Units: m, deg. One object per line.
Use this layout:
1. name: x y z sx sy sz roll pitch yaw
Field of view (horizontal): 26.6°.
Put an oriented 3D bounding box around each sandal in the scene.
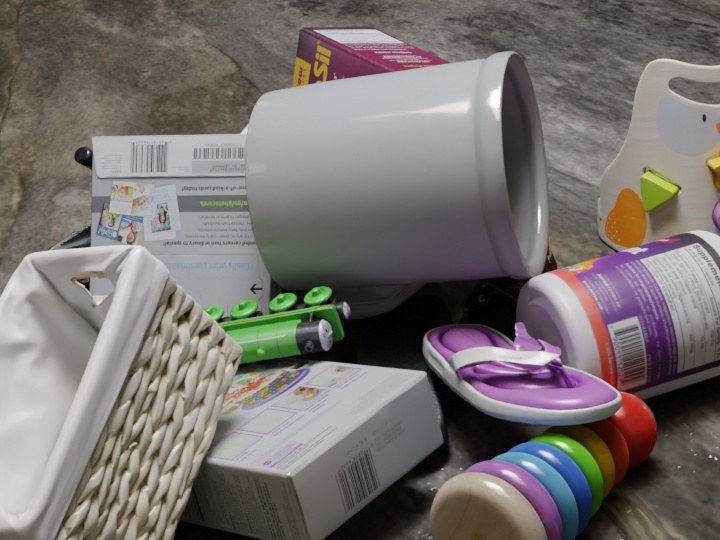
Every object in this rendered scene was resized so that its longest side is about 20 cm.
1. sandal: 0.101 0.062 1.064 0.082 0.050 0.202 -16 19 -27
2. sandal: 0.034 0.087 1.169 0.075 0.043 0.201 -10 32 12

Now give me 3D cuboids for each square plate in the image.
1. square plate: 0.000 0.000 1.307 0.197 0.029 0.200 -9 20 38

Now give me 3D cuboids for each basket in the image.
1. basket: -0.178 0.100 0.986 0.135 0.123 0.201 -4 57 41

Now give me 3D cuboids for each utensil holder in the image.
1. utensil holder: 0.031 -0.069 1.164 0.198 0.171 0.170 -6 26 17

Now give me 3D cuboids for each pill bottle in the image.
1. pill bottle: 0.227 0.034 1.138 0.199 0.112 0.111 -15 27 -17

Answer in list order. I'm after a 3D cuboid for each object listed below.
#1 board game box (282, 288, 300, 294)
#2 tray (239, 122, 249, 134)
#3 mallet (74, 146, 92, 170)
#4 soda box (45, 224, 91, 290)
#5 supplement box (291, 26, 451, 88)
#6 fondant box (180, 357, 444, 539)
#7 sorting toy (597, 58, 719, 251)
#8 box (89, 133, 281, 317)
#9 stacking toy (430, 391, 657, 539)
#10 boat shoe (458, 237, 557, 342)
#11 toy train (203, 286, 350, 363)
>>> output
1. board game box: -0.084 0.007 1.298 0.199 0.024 0.105 -22 18 2
2. tray: -0.074 -0.079 1.380 0.108 0.022 0.200 -52 35 -9
3. mallet: -0.191 -0.062 1.383 0.066 0.200 0.041 11 73 47
4. soda box: -0.175 -0.016 1.323 0.199 0.071 0.063 -12 21 33
5. supplement box: 0.023 -0.141 1.361 0.085 0.111 0.200 -5 24 -34
6. fondant box: -0.063 0.119 1.060 0.199 0.059 0.144 4 26 44
7. sorting toy: 0.308 -0.103 1.314 0.198 0.181 0.107 -8 26 0
8. box: -0.140 -0.007 1.219 0.155 0.202 0.041 0 -4 14
9. stacking toy: 0.134 0.133 1.005 0.085 0.086 0.200 14 30 36
10. boat shoe: 0.115 0.029 1.224 0.070 0.071 0.200 4 30 14
11. toy train: -0.103 0.053 1.138 0.199 0.042 0.057 -10 28 19
